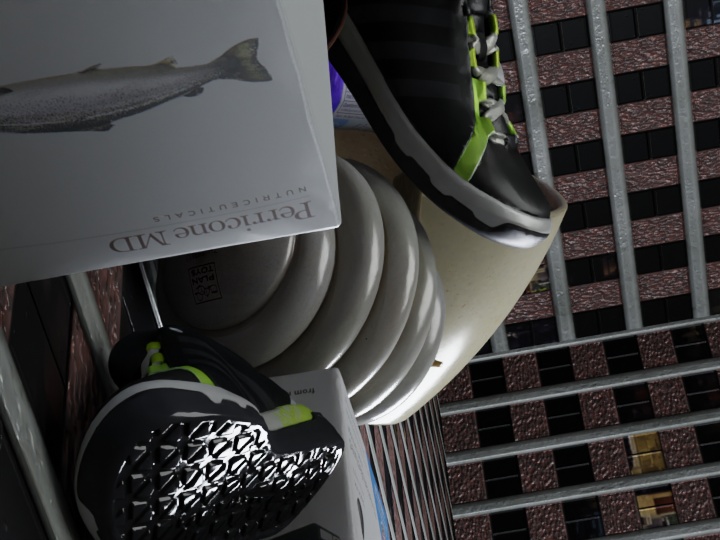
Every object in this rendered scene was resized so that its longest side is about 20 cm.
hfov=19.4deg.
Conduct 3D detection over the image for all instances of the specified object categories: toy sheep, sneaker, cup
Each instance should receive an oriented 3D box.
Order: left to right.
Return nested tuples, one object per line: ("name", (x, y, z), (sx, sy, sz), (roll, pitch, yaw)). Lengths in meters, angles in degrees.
("sneaker", (-0.074, 0.061, 0.793), (0.083, 0.072, 0.200), (40, 3, 17))
("toy sheep", (-0.029, 0.003, 0.966), (0.199, 0.137, 0.139), (26, 47, -44))
("cup", (0.000, 0.000, 1.171), (0.200, 0.198, 0.145), (-84, -170, -76))
("sneaker", (0.036, -0.105, 0.980), (0.201, 0.083, 0.072), (54, 17, 7))

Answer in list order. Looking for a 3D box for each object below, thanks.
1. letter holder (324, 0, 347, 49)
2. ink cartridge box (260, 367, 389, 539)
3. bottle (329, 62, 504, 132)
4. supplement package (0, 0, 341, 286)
("letter holder", (-0.047, -0.099, 0.851), (0.200, 0.141, 0.102), (-87, 167, -73))
("ink cartridge box", (-0.027, 0.168, 0.910), (0.145, 0.083, 0.202), (74, 8, -56))
("bottle", (0.006, -0.108, 1.156), (0.199, 0.083, 0.066), (-1, 103, -53))
("supplement package", (-0.079, -0.106, 0.599), (0.201, 0.116, 0.118), (74, 7, -54))
